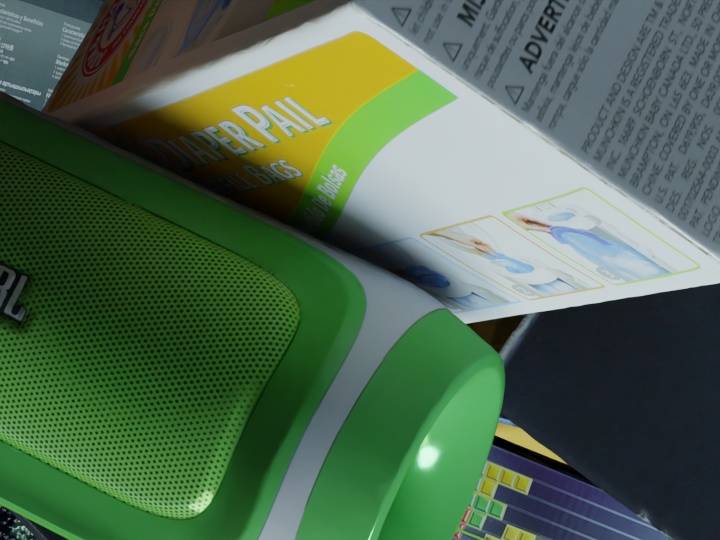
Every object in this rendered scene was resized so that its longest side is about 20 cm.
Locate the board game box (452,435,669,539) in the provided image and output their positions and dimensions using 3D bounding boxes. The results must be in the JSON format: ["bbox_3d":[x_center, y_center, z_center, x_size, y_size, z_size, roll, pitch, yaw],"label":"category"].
[{"bbox_3d":[0.026,0.073,0.914,0.165,0.057,0.200,21,179,-16],"label":"board game box"}]

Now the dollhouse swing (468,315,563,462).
[{"bbox_3d":[0.122,-0.002,1.074,0.199,0.182,0.176,2,154,26],"label":"dollhouse swing"}]

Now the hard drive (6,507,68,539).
[{"bbox_3d":[-0.107,0.035,0.848,0.200,0.042,0.135,43,171,19],"label":"hard drive"}]

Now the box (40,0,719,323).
[{"bbox_3d":[0.019,-0.060,0.688,0.101,0.113,0.200,33,163,-18],"label":"box"}]

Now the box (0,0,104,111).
[{"bbox_3d":[-0.157,-0.075,0.848,0.159,0.046,0.200,15,180,38],"label":"box"}]

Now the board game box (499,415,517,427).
[{"bbox_3d":[0.000,0.000,0.905,0.158,0.039,0.200,16,-174,-33],"label":"board game box"}]

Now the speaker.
[{"bbox_3d":[-0.071,0.011,0.696,0.199,0.089,0.088,25,180,17],"label":"speaker"}]

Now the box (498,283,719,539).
[{"bbox_3d":[0.158,0.033,0.835,0.200,0.118,0.197,37,-167,7],"label":"box"}]
